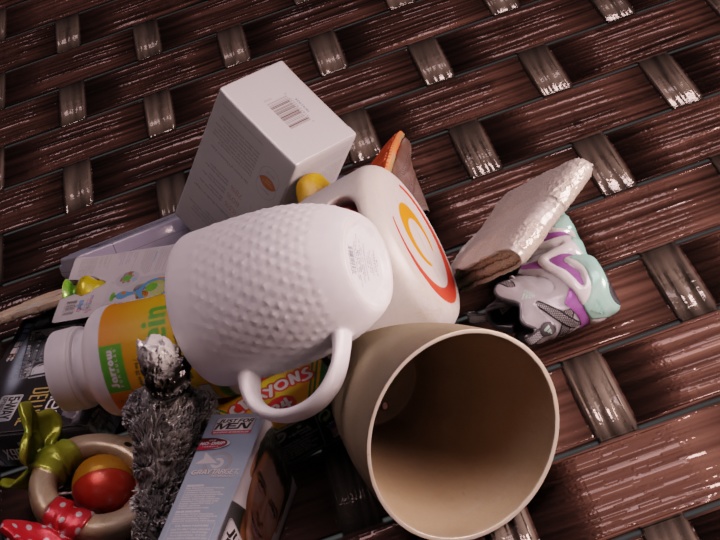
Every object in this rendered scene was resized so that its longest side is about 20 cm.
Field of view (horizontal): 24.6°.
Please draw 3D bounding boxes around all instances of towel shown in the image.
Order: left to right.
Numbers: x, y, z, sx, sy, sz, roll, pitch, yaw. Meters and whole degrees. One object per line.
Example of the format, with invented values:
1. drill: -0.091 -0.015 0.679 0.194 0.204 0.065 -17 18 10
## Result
1. towel: 0.156 -0.046 1.681 0.133 0.034 0.200 -52 8 -20

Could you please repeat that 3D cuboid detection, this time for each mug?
1. mug: -0.064 0.038 1.484 0.174 0.147 0.202 -16 65 28

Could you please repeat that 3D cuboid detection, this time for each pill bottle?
1. pill bottle: -0.206 0.082 1.627 0.198 0.112 0.112 -12 34 15

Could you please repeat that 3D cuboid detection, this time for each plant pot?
1. plant pot: 0.050 0.121 1.494 0.186 0.189 0.200 -30 22 -16

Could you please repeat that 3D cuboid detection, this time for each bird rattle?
1. bird rattle: -0.270 0.212 1.582 0.161 0.114 0.200 -8 34 -13

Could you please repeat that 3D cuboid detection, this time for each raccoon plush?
1. raccoon plush: -0.189 0.167 1.506 0.096 0.201 0.135 -8 54 14

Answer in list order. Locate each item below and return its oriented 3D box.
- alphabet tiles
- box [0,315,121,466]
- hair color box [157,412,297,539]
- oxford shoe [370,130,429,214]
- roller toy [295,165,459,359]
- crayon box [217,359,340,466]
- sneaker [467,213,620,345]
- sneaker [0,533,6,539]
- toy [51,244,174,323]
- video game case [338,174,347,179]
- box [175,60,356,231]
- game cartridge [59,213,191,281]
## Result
1. alphabet tiles: -0.319 0.025 1.861 0.199 0.015 0.195 -15 7 32
2. box: -0.321 0.124 1.770 0.156 0.050 0.201 -7 35 20
3. hair color box: -0.121 0.231 1.473 0.060 0.100 0.201 -5 36 19
4. oxford shoe: 0.040 -0.082 1.874 0.071 0.073 0.201 -49 17 38
5. roller toy: 0.000 0.000 1.649 0.139 0.201 0.183 -28 16 15
6. crayon box: -0.099 0.121 1.663 0.126 0.051 0.200 -28 34 -12
7. sneaker: 0.168 0.013 1.662 0.139 0.078 0.200 -28 22 4
8. sneaker: -0.427 0.245 1.626 0.199 0.081 0.074 14 44 37
9. toy: -0.213 0.020 1.722 0.198 0.048 0.116 -6 34 10
10. video game case: -0.066 -0.066 1.943 0.198 0.019 0.143 2 39 27
11. box: -0.105 -0.103 1.780 0.124 0.201 0.097 45 48 17
12. game cartridge: -0.242 -0.035 1.905 0.199 0.042 0.133 -23 11 -21
